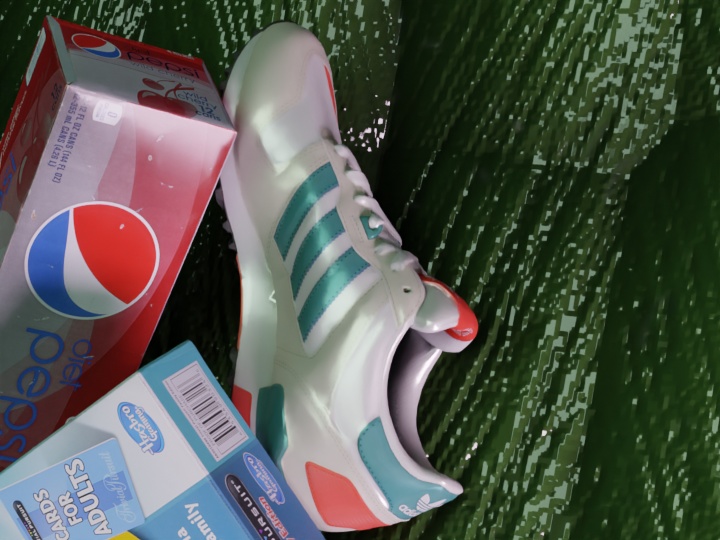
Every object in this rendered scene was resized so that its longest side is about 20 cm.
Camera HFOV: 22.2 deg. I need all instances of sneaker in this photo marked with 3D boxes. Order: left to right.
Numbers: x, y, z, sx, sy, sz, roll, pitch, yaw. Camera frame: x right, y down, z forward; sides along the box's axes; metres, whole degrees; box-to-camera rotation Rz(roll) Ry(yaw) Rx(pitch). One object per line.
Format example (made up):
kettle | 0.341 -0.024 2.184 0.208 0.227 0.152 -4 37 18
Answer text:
sneaker | 0.000 0.000 0.689 0.093 0.070 0.201 -7 75 22

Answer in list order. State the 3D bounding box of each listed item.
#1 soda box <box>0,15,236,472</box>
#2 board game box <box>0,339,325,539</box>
soda box | -0.118 0.010 0.705 0.201 0.070 0.063 -64 28 23
board game box | -0.099 0.144 0.669 0.200 0.047 0.151 -36 88 23
